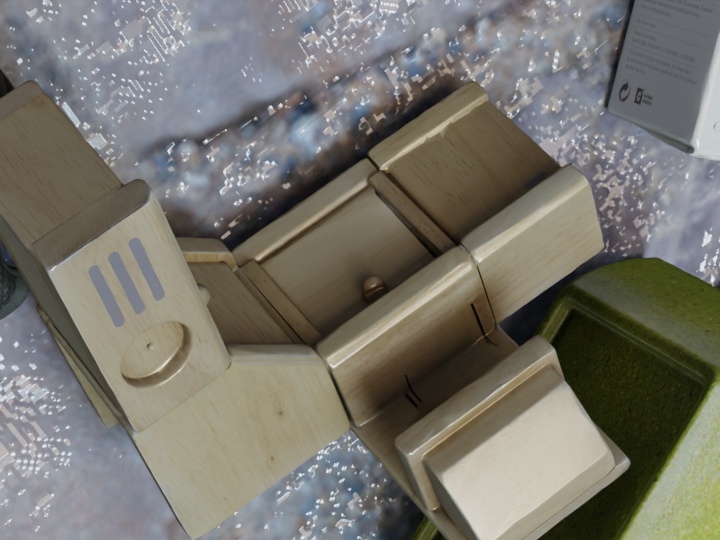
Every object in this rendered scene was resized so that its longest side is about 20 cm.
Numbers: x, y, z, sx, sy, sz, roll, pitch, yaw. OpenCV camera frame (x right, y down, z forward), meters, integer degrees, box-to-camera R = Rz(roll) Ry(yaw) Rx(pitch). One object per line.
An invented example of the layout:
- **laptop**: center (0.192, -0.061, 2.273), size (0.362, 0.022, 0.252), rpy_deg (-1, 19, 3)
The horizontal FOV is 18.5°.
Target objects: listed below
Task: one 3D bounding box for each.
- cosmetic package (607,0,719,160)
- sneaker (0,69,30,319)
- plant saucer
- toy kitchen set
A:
- **cosmetic package**: center (0.187, -0.145, 0.913), size (0.112, 0.081, 0.201), rpy_deg (7, 104, -24)
- **sneaker**: center (-0.162, -0.064, 0.794), size (0.086, 0.080, 0.201), rpy_deg (-15, 120, -32)
- **plant saucer**: center (0.091, 0.091, 0.876), size (0.048, 0.200, 0.201), rpy_deg (30, 92, -23)
- **toy kitchen set**: center (0.000, 0.000, 0.791), size (0.200, 0.163, 0.181), rpy_deg (-35, 143, -11)
